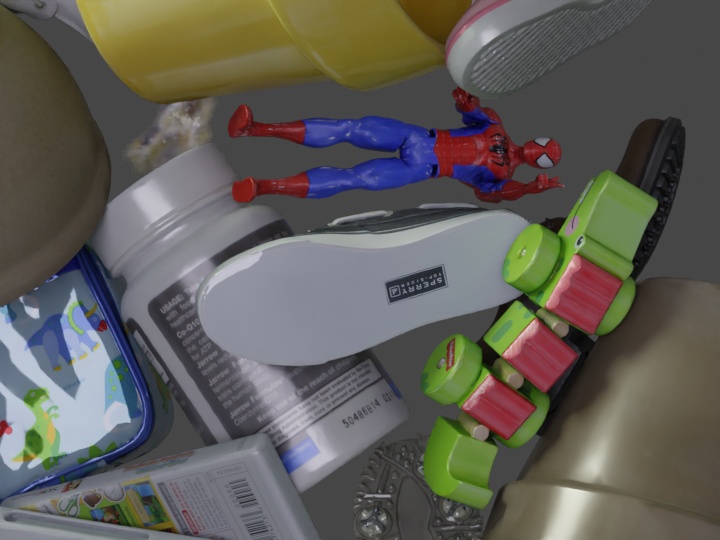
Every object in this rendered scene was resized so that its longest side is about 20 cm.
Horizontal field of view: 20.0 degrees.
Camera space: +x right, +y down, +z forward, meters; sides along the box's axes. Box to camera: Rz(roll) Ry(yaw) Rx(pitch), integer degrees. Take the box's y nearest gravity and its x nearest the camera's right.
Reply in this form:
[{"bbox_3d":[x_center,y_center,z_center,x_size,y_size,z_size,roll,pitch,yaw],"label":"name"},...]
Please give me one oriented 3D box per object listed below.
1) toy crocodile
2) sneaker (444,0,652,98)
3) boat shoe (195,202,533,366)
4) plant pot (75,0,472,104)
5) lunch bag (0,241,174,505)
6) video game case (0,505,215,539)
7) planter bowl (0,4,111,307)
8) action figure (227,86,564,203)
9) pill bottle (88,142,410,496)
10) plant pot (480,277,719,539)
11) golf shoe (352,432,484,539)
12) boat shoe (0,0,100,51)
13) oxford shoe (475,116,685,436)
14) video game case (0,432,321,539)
[{"bbox_3d":[0.096,0.037,1.113,0.067,0.062,0.200,34,92,-20],"label":"toy crocodile"},{"bbox_3d":[0.085,-0.166,1.145,0.105,0.200,0.075,46,130,12],"label":"sneaker"},{"bbox_3d":[0.000,0.000,1.142,0.200,0.068,0.072,-15,108,-16],"label":"boat shoe"},{"bbox_3d":[-0.054,-0.184,1.162,0.189,0.201,0.201,-19,88,24],"label":"plant pot"},{"bbox_3d":[-0.228,0.067,1.236,0.200,0.082,0.161,-23,84,7],"label":"lunch bag"},{"bbox_3d":[-0.156,0.231,1.195,0.182,0.022,0.200,7,121,16],"label":"video game case"},{"bbox_3d":[-0.249,-0.085,1.132,0.200,0.135,0.201,-4,47,4],"label":"planter bowl"},{"bbox_3d":[0.035,-0.070,1.161,0.200,0.099,0.065,-2,83,-23],"label":"action figure"},{"bbox_3d":[-0.069,0.033,1.196,0.114,0.114,0.200,-34,86,7],"label":"pill bottle"},{"bbox_3d":[0.183,0.104,1.135,0.200,0.200,0.174,16,77,8],"label":"plant pot"},{"bbox_3d":[0.040,0.199,1.201,0.078,0.097,0.200,-9,61,-4],"label":"golf shoe"},{"bbox_3d":[-0.203,-0.186,1.191,0.067,0.074,0.200,-39,128,1],"label":"boat shoe"},{"bbox_3d":[0.122,-0.010,1.191,0.084,0.073,0.200,32,90,18],"label":"oxford shoe"},{"bbox_3d":[-0.092,0.198,1.185,0.182,0.023,0.200,-16,113,24],"label":"video game case"}]
